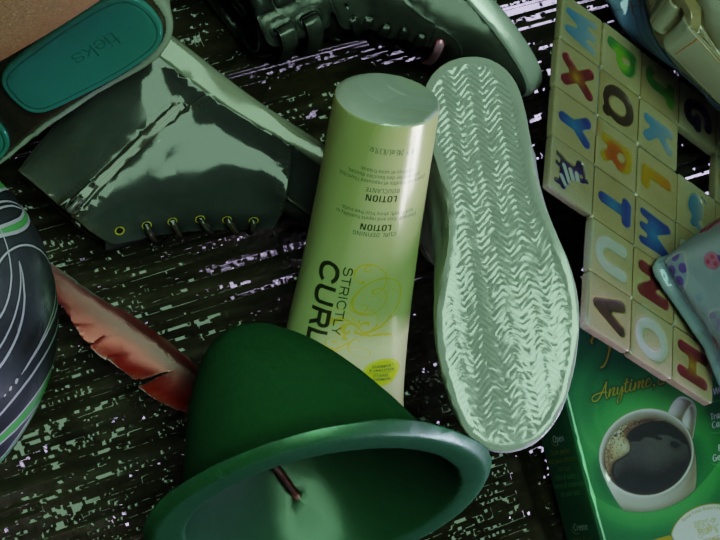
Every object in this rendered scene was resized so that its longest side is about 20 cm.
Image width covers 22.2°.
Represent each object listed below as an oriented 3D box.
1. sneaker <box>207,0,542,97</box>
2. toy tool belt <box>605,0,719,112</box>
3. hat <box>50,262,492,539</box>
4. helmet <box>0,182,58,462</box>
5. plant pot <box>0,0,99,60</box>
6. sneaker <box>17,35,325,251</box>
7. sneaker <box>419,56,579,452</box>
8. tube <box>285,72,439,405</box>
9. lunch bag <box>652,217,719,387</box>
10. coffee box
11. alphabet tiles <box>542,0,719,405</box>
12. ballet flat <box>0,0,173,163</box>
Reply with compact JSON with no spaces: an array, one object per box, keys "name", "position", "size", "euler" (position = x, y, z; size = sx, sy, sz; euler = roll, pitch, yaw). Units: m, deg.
[{"name":"sneaker","position":[-0.002,-0.133,0.989],"size":[0.200,0.071,0.099],"euler":[37,72,-3]},{"name":"toy tool belt","position":[0.198,-0.152,1.041],"size":[0.200,0.123,0.125],"euler":[43,65,1]},{"name":"hat","position":[-0.047,0.041,0.917],"size":[0.200,0.166,0.176],"euler":[16,48,-45]},{"name":"helmet","position":[-0.230,0.029,0.817],"size":[0.191,0.200,0.200],"euler":[-42,96,3]},{"name":"plant pot","position":[-0.168,-0.176,0.808],"size":[0.186,0.186,0.200],"euler":[44,99,-7]},{"name":"sneaker","position":[-0.073,-0.033,0.950],"size":[0.200,0.075,0.106],"euler":[35,83,-10]},{"name":"sneaker","position":[0.068,0.002,0.958],"size":[0.074,0.116,0.200],"euler":[-4,76,-1]},{"name":"tube","position":[0.000,0.000,0.916],"size":[0.058,0.200,0.052],"euler":[28,38,23]},{"name":"lunch bag","position":[0.281,-0.021,0.981],"size":[0.200,0.170,0.127],"euler":[-23,84,-45]},{"name":"coffee box","position":[0.166,0.109,1.013],"size":[0.123,0.044,0.200],"euler":[-13,85,-23]},{"name":"alphabet tiles","position":[0.159,-0.033,0.995],"size":[0.167,0.008,0.200],"euler":[31,50,-31]},{"name":"ballet flat","position":[-0.180,-0.095,0.905],"size":[0.200,0.069,0.069],"euler":[-27,90,11]}]
